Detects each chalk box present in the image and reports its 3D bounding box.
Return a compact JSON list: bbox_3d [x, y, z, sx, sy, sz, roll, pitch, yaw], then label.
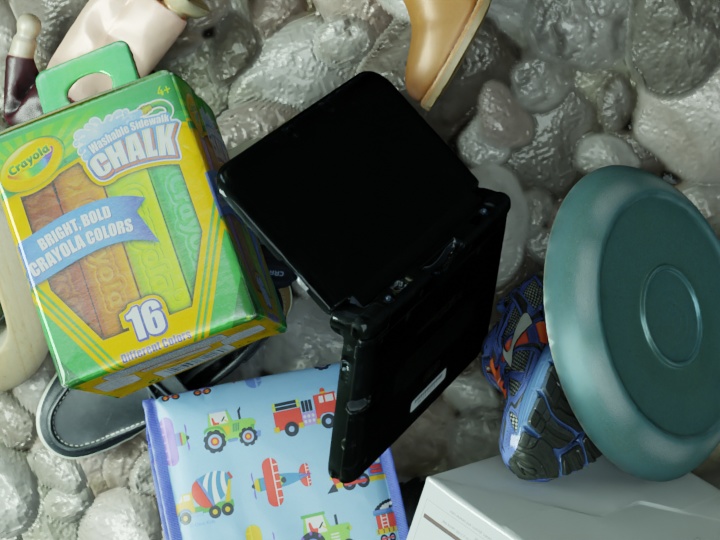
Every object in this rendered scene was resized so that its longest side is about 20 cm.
[{"bbox_3d":[-0.139,-0.040,1.129,0.124,0.124,0.201,-21,82,4],"label":"chalk box"}]

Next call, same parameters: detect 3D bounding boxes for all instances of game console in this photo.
[{"bbox_3d":[0.000,0.000,1.156,0.116,0.200,0.177,21,123,22],"label":"game console"}]

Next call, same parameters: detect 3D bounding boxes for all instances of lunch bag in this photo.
[{"bbox_3d":[-0.046,0.173,1.190,0.149,0.094,0.201,-10,67,-9],"label":"lunch bag"}]

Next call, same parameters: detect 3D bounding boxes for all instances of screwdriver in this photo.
[{"bbox_3d":[-0.008,0.009,1.226,0.199,0.028,0.029,12,72,-19],"label":"screwdriver"}]

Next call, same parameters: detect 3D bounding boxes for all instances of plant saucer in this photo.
[{"bbox_3d":[0.186,0.030,1.176,0.027,0.200,0.201,-14,103,43],"label":"plant saucer"}]

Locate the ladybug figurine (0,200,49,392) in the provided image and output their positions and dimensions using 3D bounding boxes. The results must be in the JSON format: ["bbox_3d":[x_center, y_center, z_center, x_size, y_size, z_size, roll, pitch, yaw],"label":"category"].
[{"bbox_3d":[-0.257,-0.003,1.204,0.135,0.072,0.201,4,133,8],"label":"ladybug figurine"}]

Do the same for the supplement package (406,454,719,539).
[{"bbox_3d":[0.139,0.190,1.142,0.155,0.199,0.112,32,115,33],"label":"supplement package"}]

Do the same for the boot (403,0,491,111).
[{"bbox_3d":[0.013,-0.214,1.181,0.154,0.077,0.202,15,98,-4],"label":"boot"}]

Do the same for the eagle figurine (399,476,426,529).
[{"bbox_3d":[0.009,0.256,1.263,0.199,0.151,0.152,-34,144,-22],"label":"eagle figurine"}]

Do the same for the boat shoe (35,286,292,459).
[{"bbox_3d":[-0.134,0.060,1.245,0.199,0.062,0.075,-32,100,8],"label":"boat shoe"}]

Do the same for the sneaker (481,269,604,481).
[{"bbox_3d":[0.113,0.067,1.185,0.078,0.200,0.076,-23,113,26],"label":"sneaker"}]

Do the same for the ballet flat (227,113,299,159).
[{"bbox_3d":[-0.103,-0.039,1.220,0.199,0.069,0.070,-30,99,1],"label":"ballet flat"}]

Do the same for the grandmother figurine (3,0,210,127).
[{"bbox_3d":[-0.183,-0.112,1.219,0.200,0.061,0.121,-47,72,12],"label":"grandmother figurine"}]
